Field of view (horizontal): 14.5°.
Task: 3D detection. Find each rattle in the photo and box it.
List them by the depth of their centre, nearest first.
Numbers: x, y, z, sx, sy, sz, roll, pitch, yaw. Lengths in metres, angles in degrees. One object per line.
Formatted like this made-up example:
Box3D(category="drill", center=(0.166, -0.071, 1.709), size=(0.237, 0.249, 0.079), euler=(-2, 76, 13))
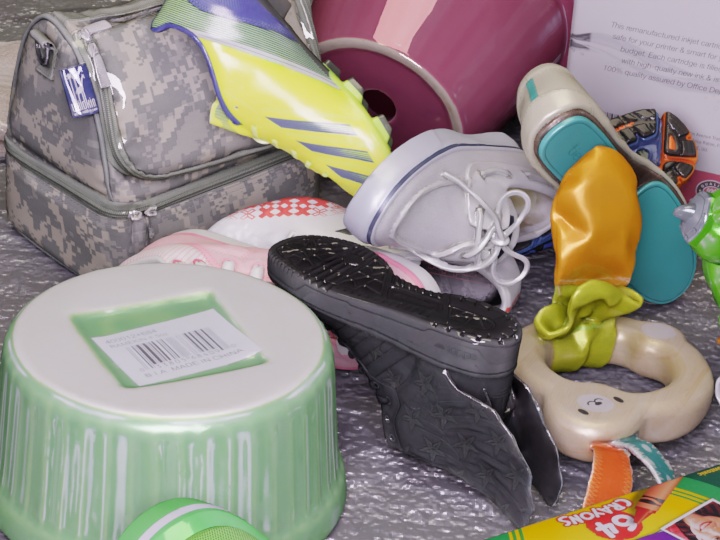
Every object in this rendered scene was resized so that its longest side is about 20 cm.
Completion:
Box3D(category="rattle", center=(0.150, 0.041, 1.595), size=(0.130, 0.143, 0.200), euler=(23, 23, -2))

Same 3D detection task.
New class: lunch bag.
Box3D(category="lunch bag", center=(-0.123, -0.102, 1.782), size=(0.200, 0.168, 0.139), euler=(-20, 36, -36))

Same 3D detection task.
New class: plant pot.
Box3D(category="plant pot", center=(0.043, -0.156, 1.900), size=(0.199, 0.200, 0.179), euler=(15, 47, 19))

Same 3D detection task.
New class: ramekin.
Box3D(category="ramekin", center=(-0.104, 0.077, 1.531), size=(0.199, 0.098, 0.200), euler=(3, 28, -2))

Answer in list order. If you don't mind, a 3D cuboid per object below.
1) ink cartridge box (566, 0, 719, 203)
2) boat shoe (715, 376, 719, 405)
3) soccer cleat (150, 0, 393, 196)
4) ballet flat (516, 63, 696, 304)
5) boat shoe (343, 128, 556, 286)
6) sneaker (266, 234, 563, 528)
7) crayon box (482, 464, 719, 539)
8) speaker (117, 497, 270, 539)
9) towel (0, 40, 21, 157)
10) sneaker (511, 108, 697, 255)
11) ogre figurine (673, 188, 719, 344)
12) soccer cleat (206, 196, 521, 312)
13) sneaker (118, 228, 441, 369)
Box3D(category="ink cartridge box", center=(0.214, -0.142, 1.861), size=(0.145, 0.201, 0.085), euler=(13, 31, 15))
Box3D(category="boat shoe", center=(0.261, 0.104, 1.568), size=(0.067, 0.074, 0.200), euler=(-9, 19, -17))
Box3D(category="soccer cleat", center=(-0.045, -0.100, 1.710), size=(0.084, 0.200, 0.065), euler=(-42, 8, -3))
Box3D(category="ballet flat", center=(0.147, -0.055, 1.720), size=(0.069, 0.200, 0.070), euler=(-16, 49, 20))
Box3D(category="boat shoe", center=(0.067, -0.030, 1.666), size=(0.086, 0.075, 0.202), euler=(40, 19, 18))
Box3D(category="sneaker", center=(0.026, 0.059, 1.574), size=(0.199, 0.105, 0.060), euler=(22, 33, 30))
Box3D(category="crayon box", center=(0.159, 0.183, 1.413), size=(0.199, 0.058, 0.172), euler=(-15, 34, -30))
Box3D(category="speaker", center=(-0.039, 0.187, 1.357), size=(0.088, 0.089, 0.200), euler=(-19, 36, -35))
Box3D(category="towel", center=(-0.271, -0.120, 1.936), size=(0.199, 0.035, 0.133), euler=(5, 28, 2))
Box3D(category="sneaker", center=(0.119, -0.038, 1.809), size=(0.199, 0.078, 0.076), euler=(-13, 67, -5))
Box3D(category="ogre figurine", center=(0.261, -0.003, 1.659), size=(0.119, 0.200, 0.098), euler=(-14, 66, 17))
Box3D(category="soccer cleat", center=(0.000, 0.000, 1.716), size=(0.199, 0.069, 0.085), euler=(8, 17, -3))
Box3D(category="sneaker", center=(-0.058, 0.023, 1.647), size=(0.200, 0.076, 0.105), euler=(10, 16, 27))
